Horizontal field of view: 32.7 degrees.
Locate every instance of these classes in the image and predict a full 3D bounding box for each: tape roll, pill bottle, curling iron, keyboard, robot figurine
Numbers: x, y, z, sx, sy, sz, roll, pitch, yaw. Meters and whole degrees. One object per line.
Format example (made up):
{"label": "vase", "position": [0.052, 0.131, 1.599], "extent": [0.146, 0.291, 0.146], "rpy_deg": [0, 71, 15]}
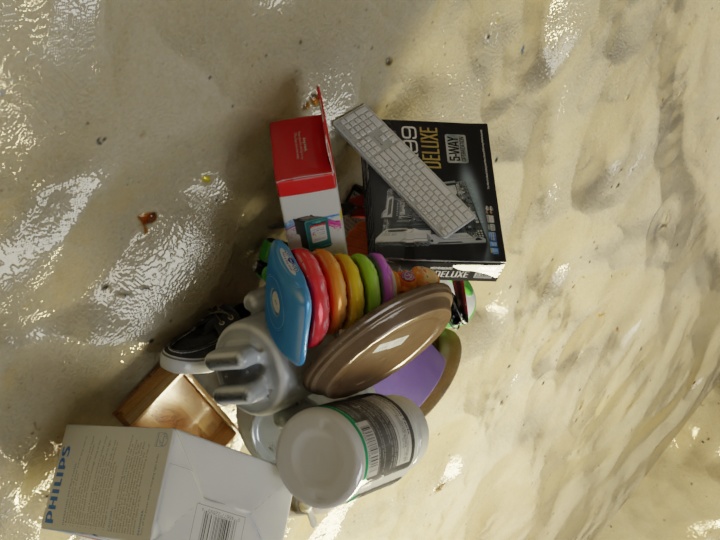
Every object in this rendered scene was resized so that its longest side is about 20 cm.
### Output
{"label": "tape roll", "position": [0.015, 0.157, 1.678], "extent": [0.200, 0.085, 0.200], "rpy_deg": [-41, -170, 9]}
{"label": "pill bottle", "position": [-0.002, 0.203, 1.425], "extent": [0.199, 0.113, 0.114], "rpy_deg": [-2, 123, -62]}
{"label": "curling iron", "position": [0.129, -0.012, 1.702], "extent": [0.025, 0.202, 0.050], "rpy_deg": [-16, 146, 24]}
{"label": "keyboard", "position": [0.051, -0.119, 1.451], "extent": [0.056, 0.200, 0.011], "rpy_deg": [-35, 162, -25]}
{"label": "robot figurine", "position": [-0.091, 0.099, 1.437], "extent": [0.199, 0.112, 0.172], "rpy_deg": [-22, 105, -50]}

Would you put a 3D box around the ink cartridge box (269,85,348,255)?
{"label": "ink cartridge box", "position": [-0.059, -0.091, 1.380], "extent": [0.066, 0.117, 0.201], "rpy_deg": [-9, 130, -1]}

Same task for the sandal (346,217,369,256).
{"label": "sandal", "position": [-0.007, 0.008, 1.469], "extent": [0.206, 0.079, 0.059], "rpy_deg": [-41, 158, -32]}

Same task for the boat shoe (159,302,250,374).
{"label": "boat shoe", "position": [-0.160, 0.069, 1.479], "extent": [0.199, 0.070, 0.067], "rpy_deg": [-15, 118, -44]}

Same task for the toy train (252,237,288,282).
{"label": "toy train", "position": [-0.038, 0.008, 1.514], "extent": [0.198, 0.042, 0.057], "rpy_deg": [17, 95, -22]}

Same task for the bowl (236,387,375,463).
{"label": "bowl", "position": [-0.081, 0.193, 1.559], "extent": [0.203, 0.200, 0.090], "rpy_deg": [-69, 169, 24]}

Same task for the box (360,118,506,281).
{"label": "box", "position": [0.084, -0.086, 1.474], "extent": [0.156, 0.202, 0.050], "rpy_deg": [2, 150, -10]}

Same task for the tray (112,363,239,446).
{"label": "tray", "position": [-0.226, 0.190, 1.535], "extent": [0.099, 0.037, 0.200], "rpy_deg": [-46, 148, -12]}

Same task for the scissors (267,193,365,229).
{"label": "scissors", "position": [-0.017, -0.082, 1.506], "extent": [0.198, 0.014, 0.074], "rpy_deg": [1, 95, -14]}

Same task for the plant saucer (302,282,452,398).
{"label": "plant saucer", "position": [0.025, 0.085, 1.380], "extent": [0.199, 0.030, 0.200], "rpy_deg": [-30, 161, -12]}

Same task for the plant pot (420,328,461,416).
{"label": "plant pot", "position": [0.063, 0.157, 1.786], "extent": [0.027, 0.200, 0.201], "rpy_deg": [42, 84, -24]}

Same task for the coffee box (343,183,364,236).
{"label": "coffee box", "position": [0.000, 0.000, 1.611], "extent": [0.113, 0.080, 0.201], "rpy_deg": [15, 108, -55]}

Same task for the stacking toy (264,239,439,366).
{"label": "stacking toy", "position": [-0.001, 0.021, 1.353], "extent": [0.198, 0.116, 0.111], "rpy_deg": [-8, 130, -21]}

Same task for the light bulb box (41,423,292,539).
{"label": "light bulb box", "position": [-0.215, 0.258, 1.383], "extent": [0.198, 0.199, 0.126], "rpy_deg": [29, 66, -43]}

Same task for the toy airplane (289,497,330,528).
{"label": "toy airplane", "position": [-0.161, 0.318, 1.617], "extent": [0.200, 0.197, 0.143], "rpy_deg": [-35, 139, -55]}

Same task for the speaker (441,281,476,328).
{"label": "speaker", "position": [0.101, 0.023, 1.770], "extent": [0.089, 0.088, 0.200], "rpy_deg": [-54, 150, 1]}
